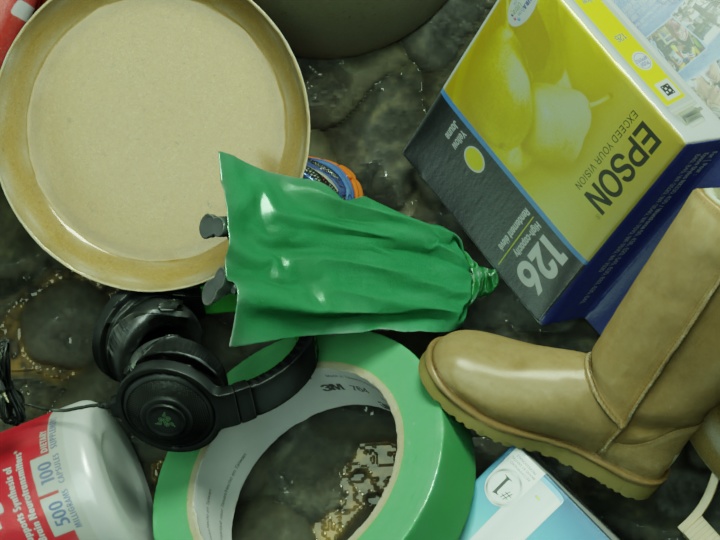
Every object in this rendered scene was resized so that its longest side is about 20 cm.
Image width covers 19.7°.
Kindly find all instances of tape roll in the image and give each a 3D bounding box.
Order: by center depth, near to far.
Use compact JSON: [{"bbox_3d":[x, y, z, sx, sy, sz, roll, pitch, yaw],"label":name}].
[{"bbox_3d":[-0.030,0.131,1.253,0.200,0.048,0.201,-17,50,21],"label":"tape roll"}]

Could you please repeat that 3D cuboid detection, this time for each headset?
[{"bbox_3d":[-0.126,0.048,1.253,0.200,0.094,0.124,-18,36,-11],"label":"headset"}]

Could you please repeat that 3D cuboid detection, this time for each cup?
[{"bbox_3d":[-0.032,-0.248,1.307,0.200,0.143,0.201,-2,82,11],"label":"cup"}]

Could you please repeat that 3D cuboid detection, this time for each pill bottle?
[{"bbox_3d":[-0.238,0.167,1.305,0.200,0.112,0.112,-22,79,7],"label":"pill bottle"}]

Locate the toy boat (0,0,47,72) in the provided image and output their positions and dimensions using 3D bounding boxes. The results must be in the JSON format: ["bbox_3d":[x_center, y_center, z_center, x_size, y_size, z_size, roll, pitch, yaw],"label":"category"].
[{"bbox_3d":[-0.184,-0.175,1.337,0.131,0.131,0.200,25,88,3],"label":"toy boat"}]

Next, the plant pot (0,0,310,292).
[{"bbox_3d":[-0.127,-0.087,1.272,0.200,0.027,0.200,0,93,8],"label":"plant pot"}]

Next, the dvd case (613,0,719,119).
[{"bbox_3d":[0.245,-0.141,1.217,0.143,0.018,0.200,-43,78,3],"label":"dvd case"}]

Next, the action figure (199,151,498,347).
[{"bbox_3d":[0.000,0.000,1.248,0.200,0.055,0.118,7,74,-31],"label":"action figure"}]

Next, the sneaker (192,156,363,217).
[{"bbox_3d":[-0.101,-0.054,1.326,0.200,0.078,0.075,-2,81,10],"label":"sneaker"}]

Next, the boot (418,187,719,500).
[{"bbox_3d":[0.152,0.025,1.184,0.175,0.066,0.200,23,127,-11],"label":"boot"}]

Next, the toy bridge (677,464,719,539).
[{"bbox_3d":[0.269,0.093,1.262,0.200,0.027,0.067,-42,76,2],"label":"toy bridge"}]

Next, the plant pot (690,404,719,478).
[{"bbox_3d":[0.286,0.053,1.237,0.200,0.027,0.200,-2,78,11],"label":"plant pot"}]

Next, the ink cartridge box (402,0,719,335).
[{"bbox_3d":[0.130,-0.058,1.233,0.047,0.198,0.200,-26,70,-36],"label":"ink cartridge box"}]

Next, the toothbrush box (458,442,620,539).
[{"bbox_3d":[0.078,0.225,1.252,0.200,0.085,0.146,-44,77,4],"label":"toothbrush box"}]
